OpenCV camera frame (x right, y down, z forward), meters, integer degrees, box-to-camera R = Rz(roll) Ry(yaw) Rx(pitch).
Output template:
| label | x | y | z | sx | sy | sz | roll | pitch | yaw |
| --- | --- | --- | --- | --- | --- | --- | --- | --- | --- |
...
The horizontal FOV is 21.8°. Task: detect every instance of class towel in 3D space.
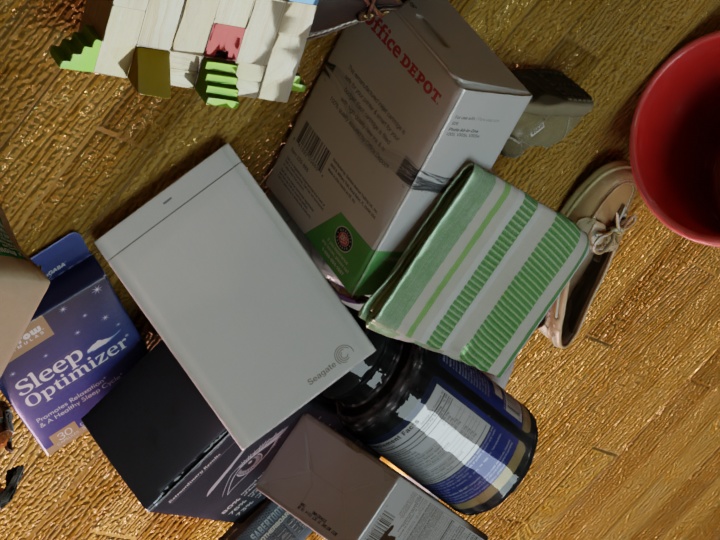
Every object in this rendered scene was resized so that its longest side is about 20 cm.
| label | x | y | z | sx | sy | sz | roll | pitch | yaw |
| --- | --- | --- | --- | --- | --- | --- | --- | --- | --- |
| towel | 0.098 | 0.004 | 1.500 | 0.199 | 0.023 | 0.153 | 23 | 105 | -51 |

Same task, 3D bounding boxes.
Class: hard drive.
| label | x | y | z | sx | sy | sz | roll | pitch | yaw |
| --- | --- | --- | --- | --- | --- | --- | --- | --- | --- |
| hard drive | -0.098 | 0.020 | 1.468 | 0.131 | 0.201 | 0.027 | -36 | -179 | -3 |

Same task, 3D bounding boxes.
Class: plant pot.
| label | x | y | z | sx | sy | sz | roll | pitch | yaw |
| --- | --- | --- | --- | --- | --- | --- | --- | --- | --- |
| plant pot | 0.371 | -0.106 | 1.751 | 0.201 | 0.201 | 0.177 | -47 | 153 | 12 |

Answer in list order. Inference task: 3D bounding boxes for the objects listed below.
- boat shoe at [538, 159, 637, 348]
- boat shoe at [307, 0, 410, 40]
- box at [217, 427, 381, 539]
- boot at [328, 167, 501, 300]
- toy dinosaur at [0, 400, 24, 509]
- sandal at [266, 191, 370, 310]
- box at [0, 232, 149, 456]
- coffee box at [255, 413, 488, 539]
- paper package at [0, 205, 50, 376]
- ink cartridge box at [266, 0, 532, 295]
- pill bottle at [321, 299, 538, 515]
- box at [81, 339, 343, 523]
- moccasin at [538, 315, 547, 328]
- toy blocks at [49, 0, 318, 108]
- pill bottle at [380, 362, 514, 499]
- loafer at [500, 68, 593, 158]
| label | x | y | z | sx | sy | sz | roll | pitch | yaw |
| --- | --- | --- | --- | --- | --- | --- | --- | --- | --- |
| boat shoe | 0.223 | -0.016 | 1.813 | 0.073 | 0.063 | 0.201 | -7 | 134 | -35 |
| boat shoe | 0.013 | -0.224 | 1.389 | 0.199 | 0.071 | 0.071 | -33 | 146 | -6 |
| box | -0.074 | 0.228 | 1.733 | 0.200 | 0.051 | 0.158 | -46 | -178 | -16 |
| boot | 0.071 | -0.003 | 1.614 | 0.201 | 0.155 | 0.073 | -52 | -178 | 14 |
| toy dinosaur | -0.339 | 0.166 | 1.447 | 0.200 | 0.134 | 0.103 | -61 | 166 | -67 |
| sandal | -0.002 | 0.004 | 1.547 | 0.201 | 0.083 | 0.050 | 29 | 125 | -6 |
| box | -0.242 | 0.063 | 1.517 | 0.121 | 0.032 | 0.201 | -33 | 144 | -8 |
| coffee box | 0.013 | 0.209 | 1.611 | 0.080 | 0.114 | 0.200 | -55 | 147 | -4 |
| paper package | -0.353 | 0.038 | 1.327 | 0.199 | 0.104 | 0.191 | 6 | 126 | -44 |
| ink cartridge box | 0.028 | -0.102 | 1.470 | 0.083 | 0.146 | 0.201 | 1 | 130 | -41 |
| pill bottle | 0.051 | 0.115 | 1.612 | 0.200 | 0.112 | 0.112 | 38 | 103 | -24 |
| box | -0.118 | 0.126 | 1.596 | 0.148 | 0.105 | 0.200 | -43 | 158 | 7 |
| moccasin | 0.125 | 0.003 | 1.725 | 0.074 | 0.077 | 0.202 | -50 | 147 | -12 |
| toy blocks | -0.105 | -0.198 | 1.298 | 0.198 | 0.100 | 0.138 | 6 | 116 | -30 |
| pill bottle | 0.064 | 0.137 | 1.770 | 0.111 | 0.112 | 0.201 | -9 | 135 | -35 |
| loafer | 0.119 | -0.132 | 1.581 | 0.199 | 0.076 | 0.068 | 1 | 124 | -42 |
